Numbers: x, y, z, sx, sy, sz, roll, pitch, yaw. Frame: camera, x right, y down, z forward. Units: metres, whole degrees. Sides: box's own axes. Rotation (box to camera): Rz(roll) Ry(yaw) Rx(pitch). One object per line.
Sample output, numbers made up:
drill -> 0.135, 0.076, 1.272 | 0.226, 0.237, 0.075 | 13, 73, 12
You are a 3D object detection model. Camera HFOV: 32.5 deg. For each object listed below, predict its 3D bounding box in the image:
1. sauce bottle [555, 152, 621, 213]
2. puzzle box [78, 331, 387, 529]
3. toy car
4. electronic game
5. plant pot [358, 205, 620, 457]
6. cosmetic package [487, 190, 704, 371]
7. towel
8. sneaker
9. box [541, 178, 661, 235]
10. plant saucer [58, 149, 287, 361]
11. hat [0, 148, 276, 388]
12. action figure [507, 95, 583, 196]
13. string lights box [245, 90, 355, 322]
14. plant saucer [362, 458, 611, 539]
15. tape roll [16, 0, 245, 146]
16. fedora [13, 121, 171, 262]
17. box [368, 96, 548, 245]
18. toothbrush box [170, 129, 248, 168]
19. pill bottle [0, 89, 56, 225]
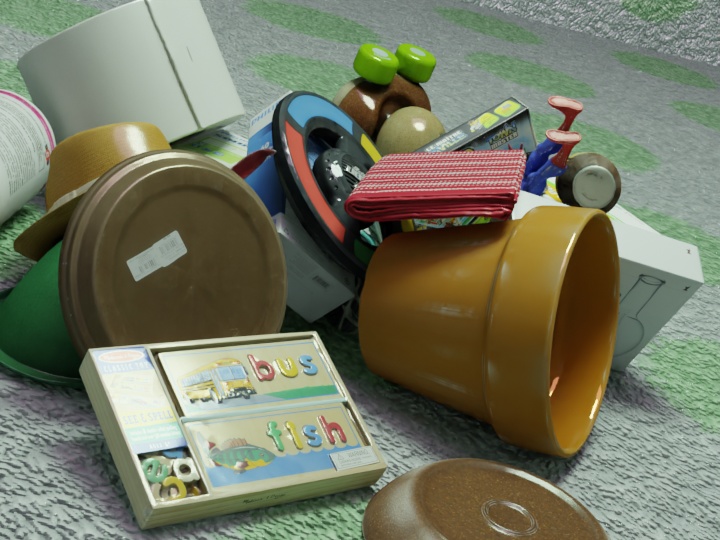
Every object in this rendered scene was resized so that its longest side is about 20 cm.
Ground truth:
sauce bottle -> 0.222, -0.083, 1.209 | 0.064, 0.066, 0.200 | 18, 9, 7
puzzle box -> -0.088, 0.106, 0.882 | 0.198, 0.026, 0.134 | -3, 50, -39
toy car -> 0.069, -0.162, 1.536 | 0.200, 0.166, 0.157 | 39, 31, 28
electronic game -> -0.011, -0.075, 1.124 | 0.200, 0.041, 0.202 | 42, 30, -32
plant pot -> 0.104, 0.040, 1.041 | 0.181, 0.203, 0.200 | 8, 17, 26
cosmetic package -> 0.198, 0.013, 1.166 | 0.197, 0.151, 0.052 | 16, 46, -14
towel -> 0.071, -0.076, 1.075 | 0.142, 0.023, 0.200 | 0, 16, 11
sneaker -> 0.000, 0.000, 1.205 | 0.079, 0.078, 0.201 | 22, 21, -18
box -> 0.233, -0.026, 1.365 | 0.100, 0.114, 0.200 | 2, 27, -30
plant saucer -> -0.133, 0.007, 0.937 | 0.198, 0.203, 0.029 | -2, -2, -38
hat -> -0.203, -0.027, 0.981 | 0.164, 0.178, 0.200 | 24, 23, 19
action figure -> 0.165, -0.086, 1.209 | 0.051, 0.201, 0.066 | 7, 56, -5
string lights box -> -0.056, -0.063, 1.149 | 0.103, 0.059, 0.202 | 40, 32, -32
plant saucer -> 0.100, 0.187, 0.867 | 0.197, 0.037, 0.201 | 13, 21, -5
tape roll -> -0.235, -0.187, 1.274 | 0.200, 0.141, 0.203 | -23, 5, 2
fedora -> -0.217, -0.074, 1.076 | 0.199, 0.200, 0.083 | -9, 74, -46
box -> 0.097, -0.087, 1.296 | 0.198, 0.111, 0.035 | -30, 38, -10
toothbrush box -> -0.135, -0.066, 1.249 | 0.144, 0.087, 0.200 | 23, 21, 16
pill bottle -> -0.358, -0.087, 1.110 | 0.112, 0.115, 0.200 | 15, 22, 0
